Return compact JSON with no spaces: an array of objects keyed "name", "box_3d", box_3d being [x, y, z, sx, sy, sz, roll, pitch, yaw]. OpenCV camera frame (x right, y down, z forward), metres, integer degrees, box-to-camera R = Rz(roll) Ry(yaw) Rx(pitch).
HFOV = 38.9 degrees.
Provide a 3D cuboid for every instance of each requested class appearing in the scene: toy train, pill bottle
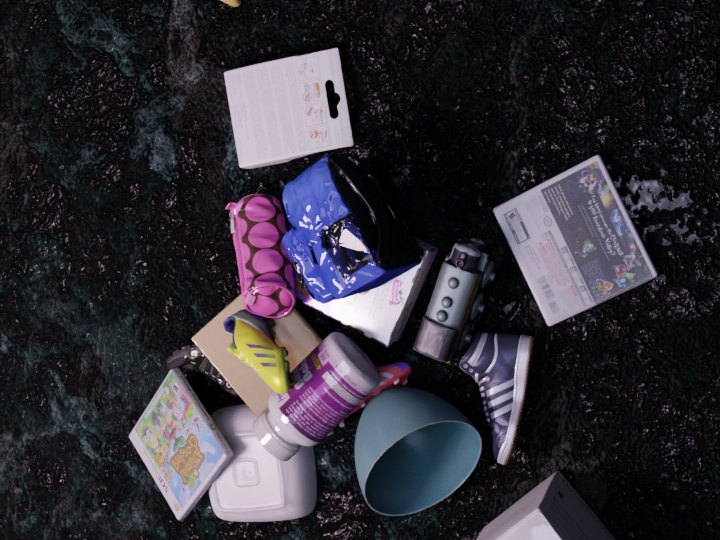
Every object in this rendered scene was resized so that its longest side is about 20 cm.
[{"name":"toy train","box_3d":[0.143,0.048,1.559,0.084,0.114,0.202,22,102,15]},{"name":"pill bottle","box_3d":[-0.073,0.201,1.588,0.200,0.112,0.112,-45,81,10]}]

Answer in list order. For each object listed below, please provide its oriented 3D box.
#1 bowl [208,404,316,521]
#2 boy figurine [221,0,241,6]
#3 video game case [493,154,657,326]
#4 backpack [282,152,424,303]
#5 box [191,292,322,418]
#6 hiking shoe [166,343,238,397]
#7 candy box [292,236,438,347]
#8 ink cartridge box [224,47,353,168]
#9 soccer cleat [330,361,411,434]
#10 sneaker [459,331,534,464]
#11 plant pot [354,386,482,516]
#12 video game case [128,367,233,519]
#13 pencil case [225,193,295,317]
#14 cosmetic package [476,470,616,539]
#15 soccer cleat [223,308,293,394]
[{"name":"bowl","box_3d":[-0.179,0.330,1.716,0.197,0.075,0.203,-6,91,18]},{"name":"boy figurine","box_3d":[-0.242,-0.528,1.665,0.123,0.064,0.202,-14,87,17]},{"name":"video game case","box_3d":[0.323,-0.044,1.539,0.181,0.023,0.202,-27,85,19]},{"name":"backpack","box_3d":[-0.032,-0.063,1.510,0.167,0.162,0.202,-29,84,21]},{"name":"box","box_3d":[-0.153,0.133,1.664,0.163,0.021,0.200,-41,89,-3]},{"name":"hiking shoe","box_3d":[-0.236,0.167,1.718,0.198,0.076,0.102,-10,88,18]},{"name":"candy box","box_3d":[0.000,0.000,1.626,0.199,0.071,0.169,27,102,15]},{"name":"ink cartridge box","box_3d":[-0.114,-0.264,1.661,0.198,0.050,0.164,-9,91,11]},{"name":"soccer cleat","box_3d":[-0.009,0.193,1.653,0.199,0.067,0.077,-35,70,17]},{"name":"sneaker","box_3d":[0.201,0.192,1.574,0.107,0.070,0.203,10,91,13]},{"name":"plant pot","box_3d":[0.070,0.261,1.581,0.201,0.199,0.135,-51,43,16]},{"name":"video game case","box_3d":[-0.310,0.296,1.731,0.183,0.022,0.200,53,127,21]},{"name":"pencil case","box_3d":[-0.160,-0.025,1.626,0.091,0.093,0.202,-46,44,36]},{"name":"cosmetic package","box_3d":[0.270,0.433,1.505,0.166,0.200,0.168,-43,82,18]},{"name":"soccer cleat","box_3d":[-0.159,0.130,1.569,0.083,0.201,0.065,-14,126,-16]}]
